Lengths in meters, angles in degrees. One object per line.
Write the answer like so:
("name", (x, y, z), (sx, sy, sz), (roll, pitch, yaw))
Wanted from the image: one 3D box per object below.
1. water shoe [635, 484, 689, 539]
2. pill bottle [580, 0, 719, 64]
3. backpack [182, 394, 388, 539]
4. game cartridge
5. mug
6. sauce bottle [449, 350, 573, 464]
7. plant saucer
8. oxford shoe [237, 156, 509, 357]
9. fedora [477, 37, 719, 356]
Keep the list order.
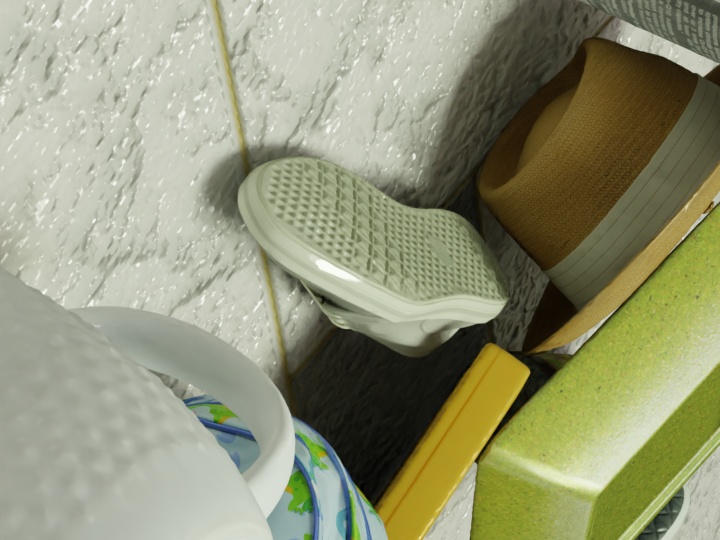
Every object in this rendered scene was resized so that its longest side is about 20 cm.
("water shoe", (0.102, 0.180, 1.463), (0.200, 0.072, 0.079), (-40, 161, -15))
("pill bottle", (0.174, -0.147, 1.136), (0.116, 0.200, 0.117), (-43, 148, -35))
("backpack", (-0.067, 0.150, 1.028), (0.200, 0.163, 0.154), (-58, 147, -28))
("game cartridge", (0.006, 0.132, 1.194), (0.177, 0.032, 0.200), (-55, 175, -18))
("mug", (-0.106, 0.071, 0.850), (0.200, 0.175, 0.148), (-33, 141, -46))
("sauce bottle", (0.110, 0.075, 1.381), (0.200, 0.065, 0.065), (3, 111, -66))
("plant saucer", (0.134, 0.078, 1.265), (0.200, 0.048, 0.200), (-44, 160, -21))
("oxford shoe", (0.000, 0.000, 1.113), (0.058, 0.075, 0.200), (-31, 160, 20))
("fedora", (0.113, -0.053, 1.209), (0.201, 0.082, 0.201), (-50, -174, 7))
